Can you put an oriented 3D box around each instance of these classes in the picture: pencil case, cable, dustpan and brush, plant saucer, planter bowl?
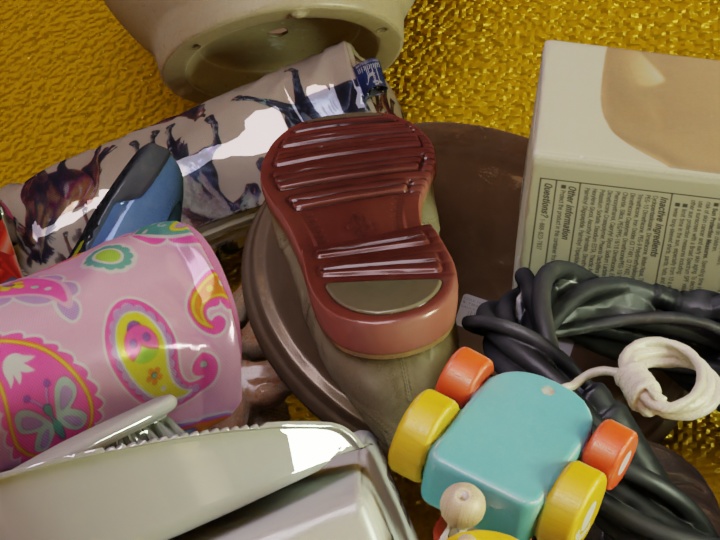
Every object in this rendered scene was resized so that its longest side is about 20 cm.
[{"bbox_3d":[-0.143,0.040,0.931,0.199,0.088,0.087,-15,39,-23],"label":"pencil case"},{"bbox_3d":[0.124,0.066,0.962,0.051,0.199,0.164,-55,20,35],"label":"cable"},{"bbox_3d":[-0.114,0.075,0.842,0.199,0.057,0.139,-23,3,-35],"label":"dustpan and brush"},{"bbox_3d":[0.050,0.006,1.083,0.199,0.030,0.201,9,46,-9],"label":"plant saucer"},{"bbox_3d":[-0.046,-0.161,1.254,0.199,0.200,0.135,-14,71,11],"label":"planter bowl"},{"bbox_3d":[-0.072,-0.036,1.208,0.199,0.078,0.090,-23,29,1],"label":"pencil case"}]

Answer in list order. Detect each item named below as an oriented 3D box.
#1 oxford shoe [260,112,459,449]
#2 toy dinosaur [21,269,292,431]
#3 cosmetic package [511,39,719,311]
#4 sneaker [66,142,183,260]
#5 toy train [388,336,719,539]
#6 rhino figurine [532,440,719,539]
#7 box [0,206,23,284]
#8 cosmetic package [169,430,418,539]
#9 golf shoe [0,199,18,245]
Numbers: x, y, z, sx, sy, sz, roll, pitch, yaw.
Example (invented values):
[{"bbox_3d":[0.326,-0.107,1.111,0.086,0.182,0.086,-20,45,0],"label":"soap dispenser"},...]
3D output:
[{"bbox_3d":[0.000,0.000,1.014,0.070,0.075,0.200,-7,29,0],"label":"oxford shoe"},{"bbox_3d":[-0.075,0.065,1.110,0.135,0.086,0.200,-36,49,-13],"label":"toy dinosaur"},{"bbox_3d":[0.164,-0.023,1.031,0.199,0.105,0.071,8,47,2],"label":"cosmetic package"},{"bbox_3d":[-0.102,0.049,1.061,0.078,0.066,0.201,22,77,-8],"label":"sneaker"},{"bbox_3d":[0.084,0.105,0.834,0.149,0.056,0.200,2,38,-16],"label":"toy train"},{"bbox_3d":[0.124,0.133,0.960,0.060,0.087,0.200,-57,39,24],"label":"rhino figurine"},{"bbox_3d":[-0.209,0.066,0.966,0.199,0.040,0.137,-16,80,-24],"label":"box"},{"bbox_3d":[-0.057,0.174,0.894,0.199,0.166,0.165,-21,4,3],"label":"cosmetic package"},{"bbox_3d":[-0.246,0.033,1.171,0.200,0.092,0.073,-54,45,12],"label":"golf shoe"}]
